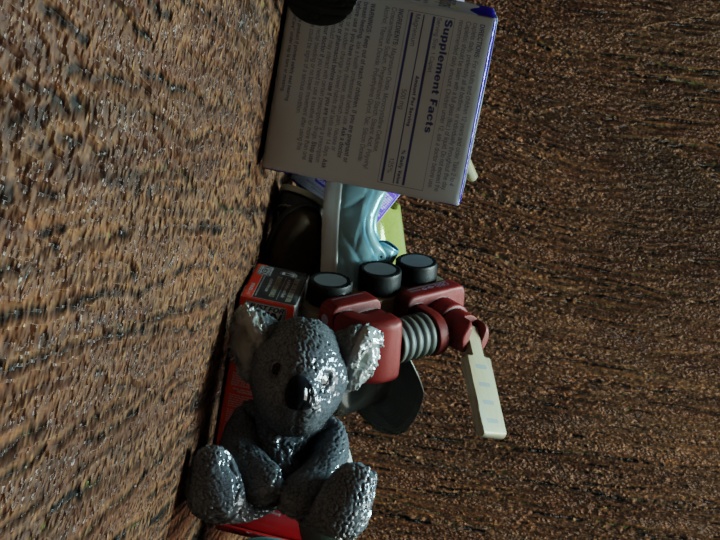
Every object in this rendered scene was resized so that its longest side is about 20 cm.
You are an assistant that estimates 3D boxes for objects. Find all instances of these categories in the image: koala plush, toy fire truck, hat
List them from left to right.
[{"bbox_3d":[-0.067,0.137,1.455,0.184,0.176,0.202,-142,-121,-89],"label":"koala plush"},{"bbox_3d":[-0.022,0.108,1.715,0.081,0.200,0.202,-27,143,-34],"label":"hat"},{"bbox_3d":[0.056,0.084,1.539,0.200,0.175,0.130,29,-58,47],"label":"toy fire truck"}]

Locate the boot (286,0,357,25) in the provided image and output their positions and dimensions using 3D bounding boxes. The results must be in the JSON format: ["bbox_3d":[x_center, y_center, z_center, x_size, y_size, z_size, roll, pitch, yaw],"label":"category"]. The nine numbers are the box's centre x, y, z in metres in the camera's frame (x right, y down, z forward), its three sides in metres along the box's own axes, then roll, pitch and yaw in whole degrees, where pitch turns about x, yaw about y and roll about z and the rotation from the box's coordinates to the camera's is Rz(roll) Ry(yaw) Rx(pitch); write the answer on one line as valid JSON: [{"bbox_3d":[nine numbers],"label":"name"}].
[{"bbox_3d":[-0.016,-0.343,1.353,0.169,0.076,0.201,-70,166,-45],"label":"boot"}]

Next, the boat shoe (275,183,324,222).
[{"bbox_3d":[-0.060,-0.032,1.719,0.061,0.071,0.201,-63,161,-17],"label":"boat shoe"}]

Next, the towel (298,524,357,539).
[{"bbox_3d":[-0.049,0.220,1.638,0.133,0.034,0.201,121,-42,-61],"label":"towel"}]

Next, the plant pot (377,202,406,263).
[{"bbox_3d":[-0.015,0.007,1.895,0.200,0.199,0.186,-51,141,-83],"label":"plant pot"}]

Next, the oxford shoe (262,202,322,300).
[{"bbox_3d":[-0.065,0.025,1.644,0.084,0.072,0.201,-134,-135,-53],"label":"oxford shoe"}]

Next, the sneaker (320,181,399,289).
[{"bbox_3d":[0.000,0.000,1.624,0.074,0.081,0.202,-50,140,-78],"label":"sneaker"}]

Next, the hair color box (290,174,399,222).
[{"bbox_3d":[0.023,-0.149,1.738,0.200,0.109,0.065,-51,133,-2],"label":"hair color box"}]

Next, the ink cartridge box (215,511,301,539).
[{"bbox_3d":[-0.098,0.268,1.768,0.200,0.115,0.068,0,103,-88],"label":"ink cartridge box"}]

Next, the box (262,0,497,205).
[{"bbox_3d":[0.020,-0.179,1.477,0.105,0.198,0.185,-69,171,-75],"label":"box"}]

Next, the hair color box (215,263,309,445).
[{"bbox_3d":[-0.103,0.106,1.578,0.102,0.061,0.202,-71,173,-71],"label":"hair color box"}]

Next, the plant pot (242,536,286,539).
[{"bbox_3d":[-0.097,0.369,1.557,0.162,0.199,0.202,83,16,-47],"label":"plant pot"}]

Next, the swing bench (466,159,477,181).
[{"bbox_3d":[0.055,-0.233,1.922,0.199,0.129,0.201,-115,-164,-52],"label":"swing bench"}]

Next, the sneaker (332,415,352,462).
[{"bbox_3d":[-0.065,0.178,1.780,0.201,0.070,0.080,62,6,30],"label":"sneaker"}]
